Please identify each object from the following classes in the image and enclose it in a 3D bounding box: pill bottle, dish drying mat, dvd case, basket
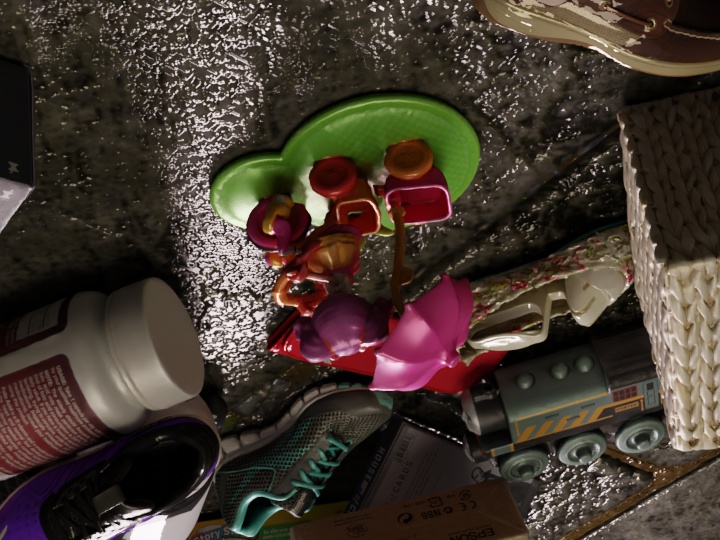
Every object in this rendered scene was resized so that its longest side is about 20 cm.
[{"bbox_3d":[-0.228,0.083,1.232,0.199,0.115,0.114,-21,143,15],"label":"pill bottle"},{"bbox_3d":[0.025,0.066,1.352,0.199,0.018,0.077,15,136,-30],"label":"dish drying mat"},{"bbox_3d":[0.069,0.232,1.507,0.200,0.025,0.151,27,90,-38],"label":"dvd case"},{"bbox_3d":[0.280,-0.006,1.147,0.160,0.199,0.200,-10,131,6],"label":"basket"}]

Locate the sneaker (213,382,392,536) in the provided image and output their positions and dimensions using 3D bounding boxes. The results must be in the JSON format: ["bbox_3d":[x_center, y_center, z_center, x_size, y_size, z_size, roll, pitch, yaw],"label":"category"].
[{"bbox_3d":[-0.048,0.169,1.411,0.200,0.091,0.077,-33,139,27],"label":"sneaker"}]

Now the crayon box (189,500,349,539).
[{"bbox_3d":[-0.072,0.293,1.545,0.199,0.119,0.058,-7,152,-4],"label":"crayon box"}]

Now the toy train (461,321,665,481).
[{"bbox_3d":[0.181,0.113,1.401,0.199,0.085,0.114,-15,138,2],"label":"toy train"}]

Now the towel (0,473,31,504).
[{"bbox_3d":[-0.295,0.245,1.369,0.086,0.200,0.165,-42,137,17],"label":"towel"}]

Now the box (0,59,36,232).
[{"bbox_3d":[-0.332,-0.063,1.016,0.199,0.104,0.182,16,137,-32],"label":"box"}]

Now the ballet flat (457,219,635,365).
[{"bbox_3d":[0.151,0.024,1.288,0.199,0.064,0.076,-23,142,16],"label":"ballet flat"}]

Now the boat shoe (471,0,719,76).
[{"bbox_3d":[0.170,-0.178,1.018,0.199,0.072,0.072,11,140,-17],"label":"boat shoe"}]

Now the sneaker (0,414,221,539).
[{"bbox_3d":[-0.194,0.168,1.202,0.200,0.070,0.100,-31,-176,-8],"label":"sneaker"}]

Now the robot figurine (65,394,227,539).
[{"bbox_3d":[-0.185,0.172,1.351,0.124,0.151,0.200,13,140,-9],"label":"robot figurine"}]

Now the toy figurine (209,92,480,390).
[{"bbox_3d":[0.000,0.000,1.117,0.199,0.185,0.150,-11,144,2],"label":"toy figurine"}]

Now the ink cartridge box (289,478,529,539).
[{"bbox_3d":[0.043,0.282,1.427,0.199,0.075,0.165,-12,129,-11],"label":"ink cartridge box"}]
